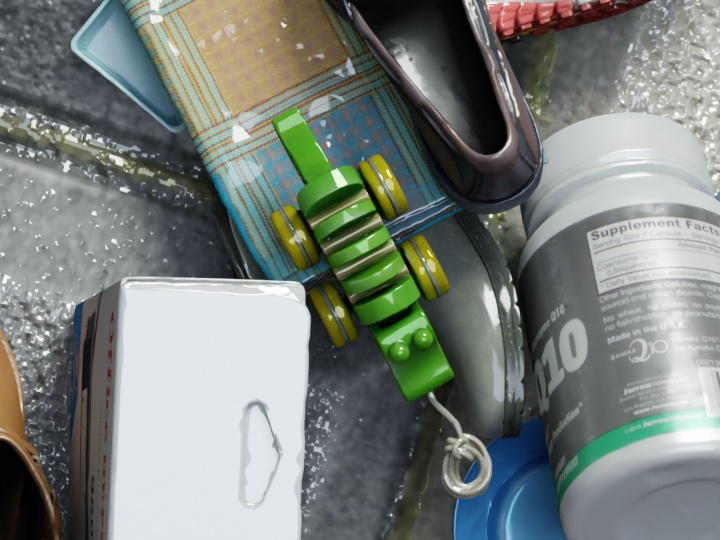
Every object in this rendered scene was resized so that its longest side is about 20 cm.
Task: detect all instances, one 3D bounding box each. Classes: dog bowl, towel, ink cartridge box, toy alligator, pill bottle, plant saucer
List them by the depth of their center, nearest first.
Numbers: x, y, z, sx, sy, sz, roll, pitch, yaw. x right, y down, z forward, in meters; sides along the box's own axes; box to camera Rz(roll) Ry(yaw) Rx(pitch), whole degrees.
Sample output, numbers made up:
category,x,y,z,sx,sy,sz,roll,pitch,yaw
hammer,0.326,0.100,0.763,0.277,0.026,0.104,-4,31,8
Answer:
category,x,y,z,sx,sy,sz,roll,pitch,yaw
ink cartridge box,-0.082,0.081,1.132,0.084,0.200,0.146,2,85,-12
toy alligator,0.013,0.017,1.144,0.059,0.054,0.201,-27,94,-2
pill bottle,0.135,0.032,1.188,0.112,0.113,0.201,1,52,-12
towel,-0.021,-0.103,1.201,0.146,0.022,0.201,-28,78,-2
plant saucer,-0.058,-0.165,1.248,0.070,0.019,0.200,39,79,-7
dog bowl,0.138,0.129,1.252,0.199,0.050,0.112,1,86,-11

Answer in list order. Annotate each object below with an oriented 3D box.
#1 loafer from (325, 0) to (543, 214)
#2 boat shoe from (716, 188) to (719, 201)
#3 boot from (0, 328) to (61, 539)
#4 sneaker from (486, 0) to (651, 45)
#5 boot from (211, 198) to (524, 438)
category,x,y,z,sx,sy,sz,roll,pitch,yaw
loafer,0.027,-0.122,1.159,0.072,0.063,0.201,-28,77,-2
boat shoe,0.250,0.032,1.271,0.084,0.069,0.201,-31,93,-12
boot,-0.181,0.078,1.134,0.076,0.155,0.201,-12,88,-12
sneaker,0.094,-0.162,1.249,0.199,0.078,0.083,-15,88,-13
boot,0.000,0.000,1.219,0.130,0.068,0.201,-13,71,-9
